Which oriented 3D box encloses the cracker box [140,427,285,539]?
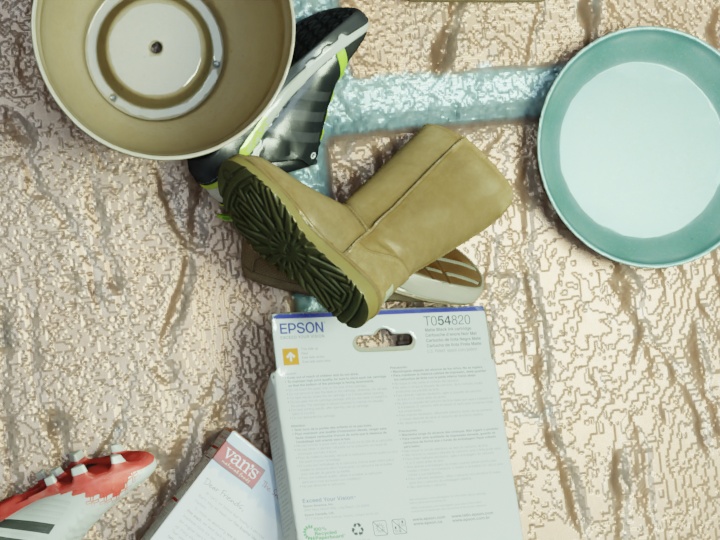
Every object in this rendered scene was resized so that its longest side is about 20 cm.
[{"bbox_3d":[-0.113,0.244,1.601,0.134,0.058,0.201,39,83,-7],"label":"cracker box"}]

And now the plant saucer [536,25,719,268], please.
[{"bbox_3d":[0.240,-0.102,1.685,0.198,0.036,0.202,1,87,-10],"label":"plant saucer"}]

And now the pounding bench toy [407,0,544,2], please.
[{"bbox_3d":[0.067,-0.285,1.601,0.198,0.156,0.126,-1,89,-10],"label":"pounding bench toy"}]

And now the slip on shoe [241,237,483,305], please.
[{"bbox_3d":[0.000,0.000,1.631,0.198,0.076,0.061,11,125,-17],"label":"slip on shoe"}]

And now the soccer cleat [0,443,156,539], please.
[{"bbox_3d":[-0.245,0.204,1.579,0.199,0.069,0.086,-25,101,-6],"label":"soccer cleat"}]

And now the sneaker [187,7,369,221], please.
[{"bbox_3d":[-0.058,-0.126,1.632,0.200,0.072,0.083,-47,120,-8],"label":"sneaker"}]

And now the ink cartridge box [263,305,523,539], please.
[{"bbox_3d":[0.023,0.132,1.608,0.198,0.041,0.202,-1,74,-23],"label":"ink cartridge box"}]

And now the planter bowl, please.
[{"bbox_3d":[-0.157,-0.180,1.570,0.198,0.135,0.202,0,87,-9],"label":"planter bowl"}]

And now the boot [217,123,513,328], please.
[{"bbox_3d":[0.004,-0.062,1.596,0.175,0.066,0.200,47,50,2],"label":"boot"}]
